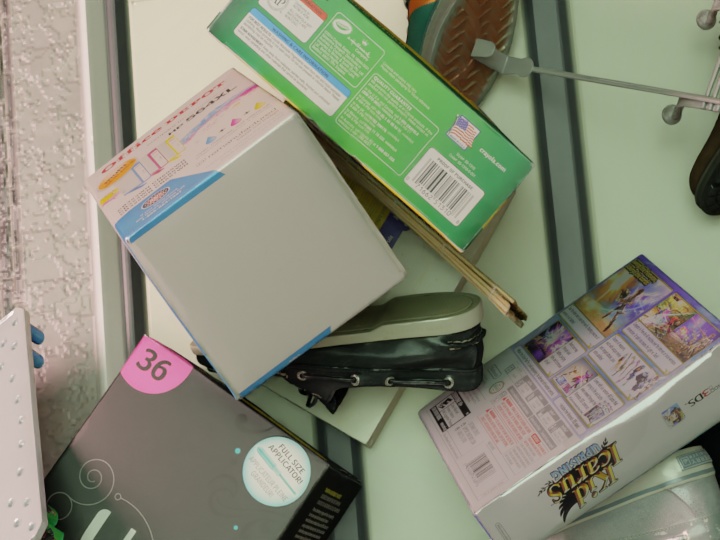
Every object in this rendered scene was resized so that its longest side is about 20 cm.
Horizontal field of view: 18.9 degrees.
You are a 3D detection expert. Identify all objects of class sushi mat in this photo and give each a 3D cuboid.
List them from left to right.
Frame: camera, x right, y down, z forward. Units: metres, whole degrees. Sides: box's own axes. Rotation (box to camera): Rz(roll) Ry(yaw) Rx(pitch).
[{"bbox_3d":[0.028,-0.035,1.382,0.200,0.096,0.012,42,91,14],"label":"sushi mat"}]

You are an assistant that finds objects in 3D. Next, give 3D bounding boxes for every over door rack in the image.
[{"bbox_3d":[0.191,-0.177,1.402,0.199,0.067,0.148,17,83,30],"label":"over door rack"}]

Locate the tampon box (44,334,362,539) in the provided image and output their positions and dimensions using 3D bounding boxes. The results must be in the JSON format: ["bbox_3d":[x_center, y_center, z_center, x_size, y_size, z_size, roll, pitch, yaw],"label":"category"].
[{"bbox_3d":[-0.121,0.170,1.375,0.150,0.126,0.200,33,86,14],"label":"tampon box"}]

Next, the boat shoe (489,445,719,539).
[{"bbox_3d":[0.144,0.171,1.316,0.201,0.070,0.072,-35,68,45],"label":"boat shoe"}]

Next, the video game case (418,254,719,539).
[{"bbox_3d":[0.135,0.079,1.320,0.181,0.200,0.046,-36,106,2],"label":"video game case"}]

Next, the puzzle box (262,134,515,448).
[{"bbox_3d":[0.000,0.000,1.443,0.133,0.025,0.201,29,85,14],"label":"puzzle box"}]

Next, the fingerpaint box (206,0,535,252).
[{"bbox_3d":[0.008,-0.109,1.334,0.200,0.167,0.073,41,94,-3],"label":"fingerpaint box"}]

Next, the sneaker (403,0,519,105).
[{"bbox_3d":[0.059,-0.196,1.457,0.080,0.071,0.201,18,94,47],"label":"sneaker"}]

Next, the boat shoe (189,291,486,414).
[{"bbox_3d":[-0.012,0.059,1.386,0.198,0.075,0.066,-8,107,15],"label":"boat shoe"}]

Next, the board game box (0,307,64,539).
[{"bbox_3d":[-0.270,0.149,1.377,0.200,0.026,0.200,-37,39,19],"label":"board game box"}]

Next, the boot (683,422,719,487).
[{"bbox_3d":[0.249,0.134,1.301,0.076,0.168,0.201,-30,75,2],"label":"boot"}]

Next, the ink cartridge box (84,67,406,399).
[{"bbox_3d":[-0.079,-0.030,1.346,0.128,0.200,0.125,-37,111,-5],"label":"ink cartridge box"}]

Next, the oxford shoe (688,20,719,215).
[{"bbox_3d":[0.265,-0.129,1.413,0.084,0.073,0.201,30,88,39],"label":"oxford shoe"}]
